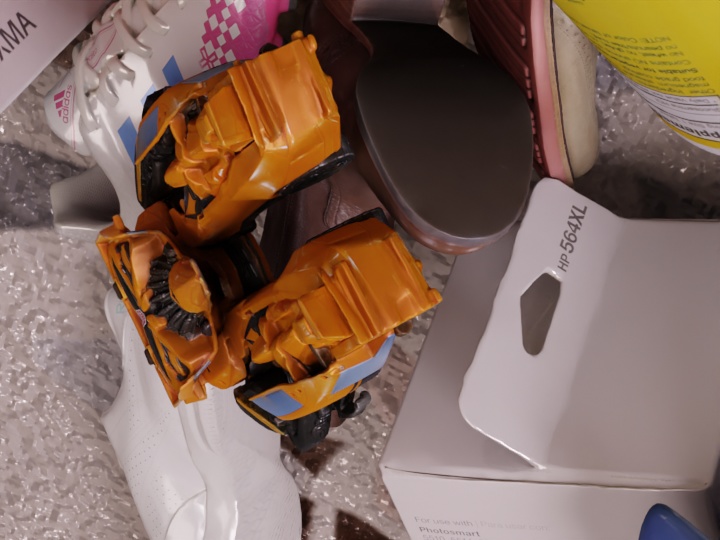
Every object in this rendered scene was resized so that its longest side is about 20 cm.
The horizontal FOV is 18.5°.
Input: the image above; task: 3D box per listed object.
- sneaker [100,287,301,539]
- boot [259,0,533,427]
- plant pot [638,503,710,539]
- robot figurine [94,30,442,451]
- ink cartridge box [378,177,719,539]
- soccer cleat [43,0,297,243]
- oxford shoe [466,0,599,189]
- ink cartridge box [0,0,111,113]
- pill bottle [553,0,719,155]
[{"bbox_3d":[-0.081,0.094,1.010,0.088,0.075,0.202,18,123,29],"label":"sneaker"},{"bbox_3d":[0.000,0.000,0.842,0.064,0.187,0.201,6,127,-15],"label":"boot"},{"bbox_3d":[0.213,0.126,0.709,0.200,0.179,0.201,42,168,44],"label":"plant pot"},{"bbox_3d":[-0.042,-0.006,0.781,0.146,0.058,0.200,64,156,3],"label":"robot figurine"},{"bbox_3d":[0.100,0.076,0.835,0.124,0.129,0.201,1,138,24],"label":"ink cartridge box"},{"bbox_3d":[-0.078,-0.082,0.866,0.085,0.070,0.201,5,130,-13],"label":"soccer cleat"},{"bbox_3d":[0.079,-0.108,0.790,0.074,0.071,0.201,-21,140,-10],"label":"oxford shoe"},{"bbox_3d":[-0.143,-0.081,0.824,0.175,0.200,0.045,-27,109,36],"label":"ink cartridge box"},{"bbox_3d":[0.119,-0.106,0.702,0.112,0.113,0.200,-12,148,31],"label":"pill bottle"}]
